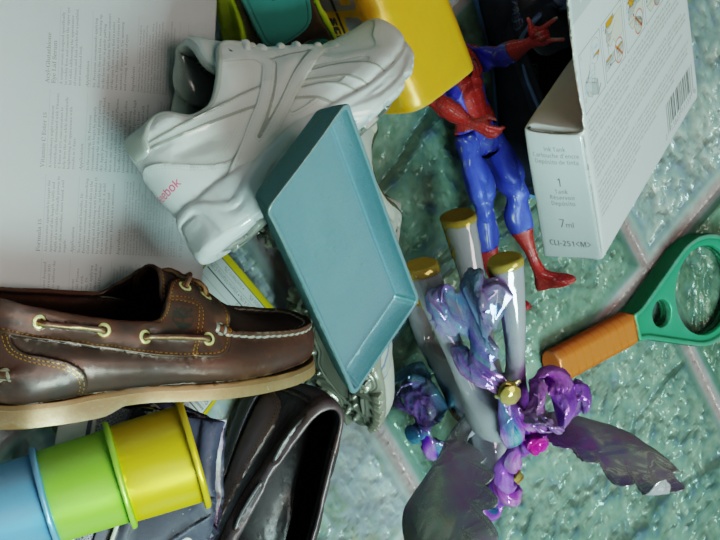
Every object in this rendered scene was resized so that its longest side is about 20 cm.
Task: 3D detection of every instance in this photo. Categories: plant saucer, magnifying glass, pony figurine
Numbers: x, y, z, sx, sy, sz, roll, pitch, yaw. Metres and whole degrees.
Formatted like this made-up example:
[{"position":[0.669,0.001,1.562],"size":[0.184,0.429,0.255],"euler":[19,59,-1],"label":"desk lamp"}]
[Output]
[{"position":[-0.011,-0.009,1.024],"size":[0.070,0.019,0.200],"euler":[-55,154,-19],"label":"plant saucer"},{"position":[0.202,0.032,1.363],"size":[0.199,0.022,0.080],"euler":[-23,108,-34],"label":"magnifying glass"},{"position":[0.083,0.082,1.170],"size":[0.165,0.193,0.201],"euler":[-17,109,-9],"label":"pony figurine"}]

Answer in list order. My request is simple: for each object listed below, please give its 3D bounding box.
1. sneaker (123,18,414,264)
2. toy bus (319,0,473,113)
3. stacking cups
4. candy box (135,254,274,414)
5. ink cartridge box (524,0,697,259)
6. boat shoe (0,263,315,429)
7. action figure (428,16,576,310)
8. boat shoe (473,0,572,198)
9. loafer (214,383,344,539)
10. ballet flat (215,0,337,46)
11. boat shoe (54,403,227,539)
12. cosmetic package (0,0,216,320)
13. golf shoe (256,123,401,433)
[{"position":[-0.047,-0.095,1.027],"size":[0.099,0.078,0.200],"euler":[48,46,-4],"label":"sneaker"},{"position":[-0.009,-0.193,1.137],"size":[0.065,0.078,0.201],"euler":[-37,116,-30],"label":"toy bus"},{"position":[-0.178,0.119,0.989],"size":[0.199,0.061,0.061],"euler":[-15,105,-10],"label":"stacking cups"},{"position":[-0.134,-0.004,1.086],"size":[0.102,0.026,0.200],"euler":[-51,122,-21],"label":"candy box"},{"position":[0.152,-0.132,1.194],"size":[0.200,0.043,0.175],"euler":[-53,139,-46],"label":"ink cartridge box"},{"position":[-0.105,0.032,0.986],"size":[0.199,0.070,0.071],"euler":[-6,102,-40],"label":"boat shoe"},{"position":[0.092,-0.077,1.211],"size":[0.065,0.099,0.201],"euler":[-29,100,-33],"label":"action figure"},{"position":[0.125,-0.149,1.255],"size":[0.084,0.068,0.201],"euler":[-22,107,-36],"label":"boat shoe"},{"position":[-0.059,0.161,1.136],"size":[0.072,0.063,0.201],"euler":[19,82,-38],"label":"loafer"},{"position":[-0.052,-0.137,1.107],"size":[0.067,0.067,0.201],"euler":[-29,143,-13],"label":"ballet flat"},{"position":[-0.126,0.160,1.052],"size":[0.092,0.075,0.202],"euler":[9,89,1],"label":"boat shoe"},{"position":[-0.153,-0.051,1.017],"size":[0.150,0.051,0.202],"euler":[3,91,-42],"label":"cosmetic package"},{"position":[0.000,0.000,1.149],"size":[0.097,0.078,0.201],"euler":[-37,130,-34],"label":"golf shoe"}]
